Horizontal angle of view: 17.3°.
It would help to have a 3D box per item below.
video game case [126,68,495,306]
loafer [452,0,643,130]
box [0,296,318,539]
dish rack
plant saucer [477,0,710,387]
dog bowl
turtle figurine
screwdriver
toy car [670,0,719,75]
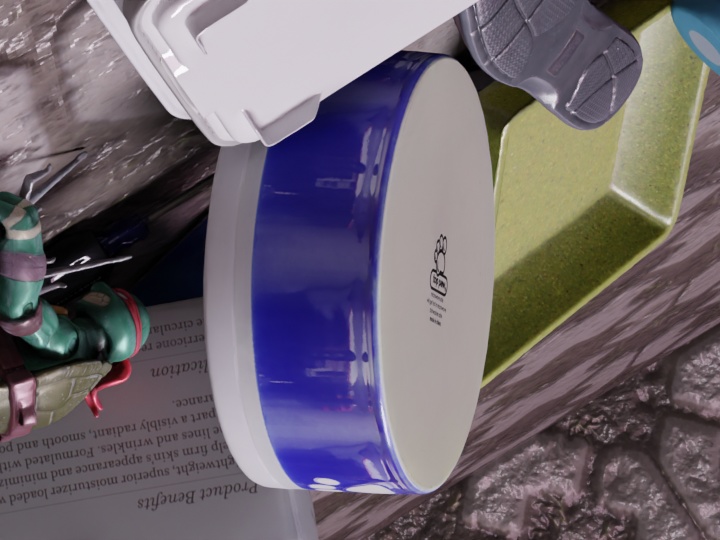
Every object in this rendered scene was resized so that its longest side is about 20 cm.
[{"bbox_3d":[-0.013,-0.033,1.304,0.200,0.046,0.181,-41,167,35],"label":"video game case"},{"bbox_3d":[0.071,-0.124,1.095,0.072,0.063,0.200,-51,150,0],"label":"loafer"},{"bbox_3d":[-0.128,0.105,1.203,0.198,0.132,0.200,-10,168,0],"label":"box"},{"bbox_3d":[0.003,-0.121,0.912,0.199,0.044,0.172,-32,160,0],"label":"dish rack"},{"bbox_3d":[0.112,-0.059,1.294,0.200,0.048,0.200,-36,147,-35],"label":"plant saucer"},{"bbox_3d":[0.000,0.000,1.067,0.078,0.201,0.200,3,178,17],"label":"dog bowl"},{"bbox_3d":[-0.165,0.026,1.031,0.199,0.101,0.150,-19,164,-29],"label":"turtle figurine"},{"bbox_3d":[-0.089,-0.030,1.145,0.199,0.028,0.029,-29,140,-3],"label":"screwdriver"},{"bbox_3d":[0.245,-0.192,1.154,0.184,0.177,0.200,-44,141,-6],"label":"toy car"}]
